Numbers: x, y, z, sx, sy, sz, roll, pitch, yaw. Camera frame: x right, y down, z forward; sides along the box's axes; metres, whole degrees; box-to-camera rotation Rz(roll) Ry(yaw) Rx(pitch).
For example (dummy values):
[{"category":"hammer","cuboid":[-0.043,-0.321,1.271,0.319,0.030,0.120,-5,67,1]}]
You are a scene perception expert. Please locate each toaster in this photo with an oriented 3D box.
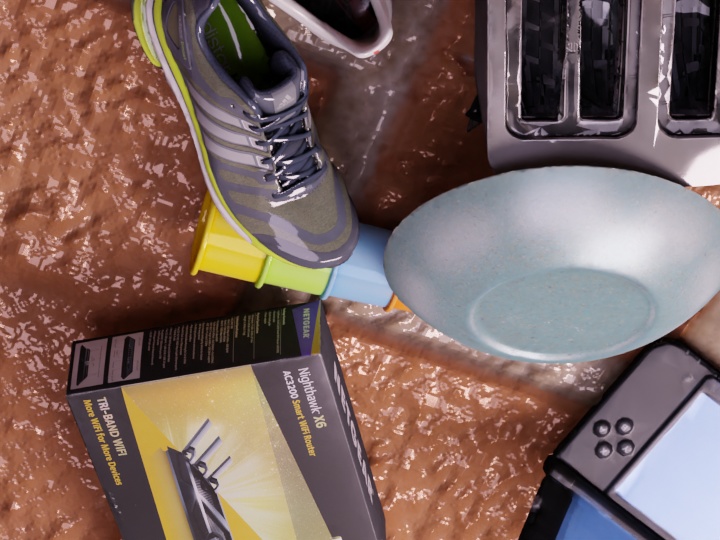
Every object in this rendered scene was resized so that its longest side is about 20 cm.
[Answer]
[{"category":"toaster","cuboid":[0.148,-0.141,1.221,0.181,0.119,0.200,0,121,2]}]

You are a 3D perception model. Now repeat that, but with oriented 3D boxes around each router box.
[{"category":"router box","cuboid":[-0.079,0.118,1.399,0.157,0.052,0.200,-10,129,7]}]

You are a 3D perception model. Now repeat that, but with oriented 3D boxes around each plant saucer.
[{"category":"plant saucer","cuboid":[0.113,0.010,1.265,0.201,0.039,0.201,-1,150,0]}]

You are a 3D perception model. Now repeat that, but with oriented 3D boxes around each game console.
[{"category":"game console","cuboid":[0.210,0.173,1.377,0.200,0.116,0.176,38,103,-10]}]

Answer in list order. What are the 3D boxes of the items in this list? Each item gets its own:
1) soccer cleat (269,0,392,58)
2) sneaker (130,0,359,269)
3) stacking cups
[{"category":"soccer cleat","cuboid":[-0.051,-0.192,1.208,0.069,0.085,0.200,-39,115,8]},{"category":"sneaker","cuboid":[-0.056,-0.084,1.256,0.074,0.081,0.200,-38,111,-19]},{"category":"stacking cups","cuboid":[0.000,0.000,1.343,0.200,0.061,0.061,16,120,-10]}]
